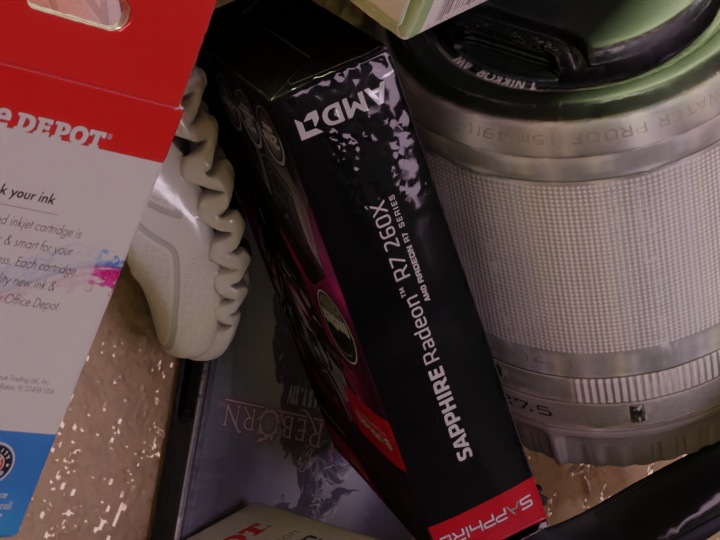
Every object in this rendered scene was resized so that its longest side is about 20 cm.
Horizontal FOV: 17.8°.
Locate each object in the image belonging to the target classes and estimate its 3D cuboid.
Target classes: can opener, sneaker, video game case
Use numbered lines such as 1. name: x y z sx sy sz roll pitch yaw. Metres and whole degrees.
1. can opener: 0.100 0.115 0.928 0.200 0.063 0.079 -26 78 -36
2. sneaker: -0.091 -0.052 0.834 0.081 0.075 0.200 -19 121 -12
3. video game case: -0.016 0.026 0.953 0.143 0.019 0.200 16 79 -48

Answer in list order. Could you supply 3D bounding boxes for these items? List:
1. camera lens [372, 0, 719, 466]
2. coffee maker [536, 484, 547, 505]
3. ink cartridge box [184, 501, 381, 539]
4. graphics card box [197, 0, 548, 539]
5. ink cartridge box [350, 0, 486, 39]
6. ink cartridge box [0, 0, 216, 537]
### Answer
1. camera lens: 0.096 -0.041 0.910 0.160 0.160 0.200 -51 145 -33
2. coffee maker: 0.106 0.193 0.964 0.135 0.200 0.192 2 91 -49
3. ink cartridge box: -0.019 0.163 0.810 0.144 0.200 0.084 -26 114 -38
4. graphics card box: 0.000 0.000 0.860 0.051 0.125 0.200 -24 115 -11
5. ink cartridge box: -0.007 -0.172 0.823 0.146 0.200 0.048 -31 153 -43
6. ink cartridge box: -0.136 -0.020 0.730 0.116 0.067 0.200 12 104 -48
